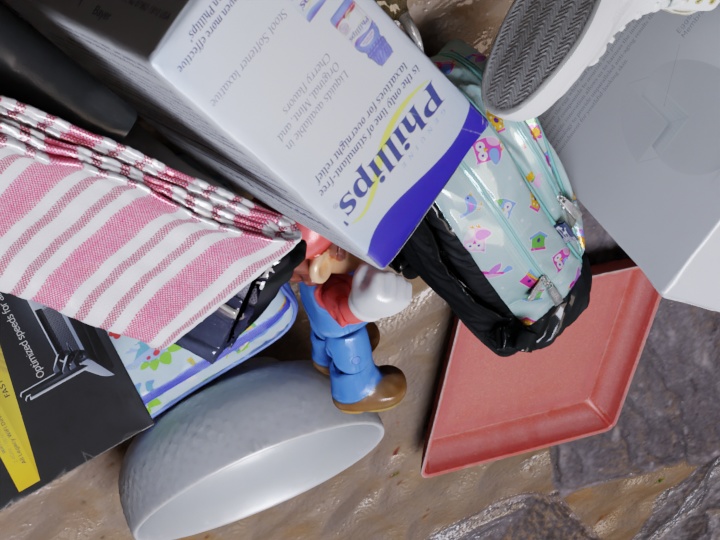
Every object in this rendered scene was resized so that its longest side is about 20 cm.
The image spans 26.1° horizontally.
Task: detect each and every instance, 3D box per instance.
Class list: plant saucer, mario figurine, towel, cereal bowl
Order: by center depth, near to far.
[{"bbox_3d":[-0.151,-0.017,0.808,0.200,0.030,0.146,22,143,-27],"label":"towel"},{"bbox_3d":[0.000,0.000,0.998,0.106,0.123,0.200,-52,147,-30],"label":"mario figurine"},{"bbox_3d":[-0.087,0.120,1.130,0.200,0.083,0.200,-21,163,-7],"label":"cereal bowl"},{"bbox_3d":[0.146,0.073,1.296,0.200,0.037,0.200,-11,135,-25],"label":"plant saucer"}]

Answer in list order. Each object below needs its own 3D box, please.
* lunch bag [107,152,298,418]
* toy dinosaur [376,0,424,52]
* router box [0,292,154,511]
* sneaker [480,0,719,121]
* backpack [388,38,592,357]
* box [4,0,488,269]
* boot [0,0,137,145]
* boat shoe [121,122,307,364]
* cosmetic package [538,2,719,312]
[{"bbox_3d":[-0.148,0.026,1.029,0.200,0.082,0.161,-31,142,-3],"label":"lunch bag"},{"bbox_3d":[-0.022,-0.207,0.871,0.077,0.102,0.200,-42,139,9],"label":"toy dinosaur"},{"bbox_3d":[-0.235,0.040,0.894,0.157,0.052,0.200,-29,96,-24],"label":"router box"},{"bbox_3d":[0.166,-0.164,0.959,0.116,0.074,0.200,22,107,-42],"label":"sneaker"},{"bbox_3d":[0.069,-0.054,1.053,0.127,0.167,0.200,-45,133,-12],"label":"backpack"},{"bbox_3d":[-0.064,-0.116,0.843,0.105,0.184,0.200,-53,132,-5],"label":"box"},{"bbox_3d":[-0.188,-0.124,0.742,0.200,0.165,0.066,47,64,-21],"label":"boot"},{"bbox_3d":[-0.137,-0.026,0.915,0.093,0.200,0.075,-60,171,23],"label":"boat shoe"},{"bbox_3d":[0.243,-0.109,1.062,0.123,0.200,0.199,14,121,-43],"label":"cosmetic package"}]
